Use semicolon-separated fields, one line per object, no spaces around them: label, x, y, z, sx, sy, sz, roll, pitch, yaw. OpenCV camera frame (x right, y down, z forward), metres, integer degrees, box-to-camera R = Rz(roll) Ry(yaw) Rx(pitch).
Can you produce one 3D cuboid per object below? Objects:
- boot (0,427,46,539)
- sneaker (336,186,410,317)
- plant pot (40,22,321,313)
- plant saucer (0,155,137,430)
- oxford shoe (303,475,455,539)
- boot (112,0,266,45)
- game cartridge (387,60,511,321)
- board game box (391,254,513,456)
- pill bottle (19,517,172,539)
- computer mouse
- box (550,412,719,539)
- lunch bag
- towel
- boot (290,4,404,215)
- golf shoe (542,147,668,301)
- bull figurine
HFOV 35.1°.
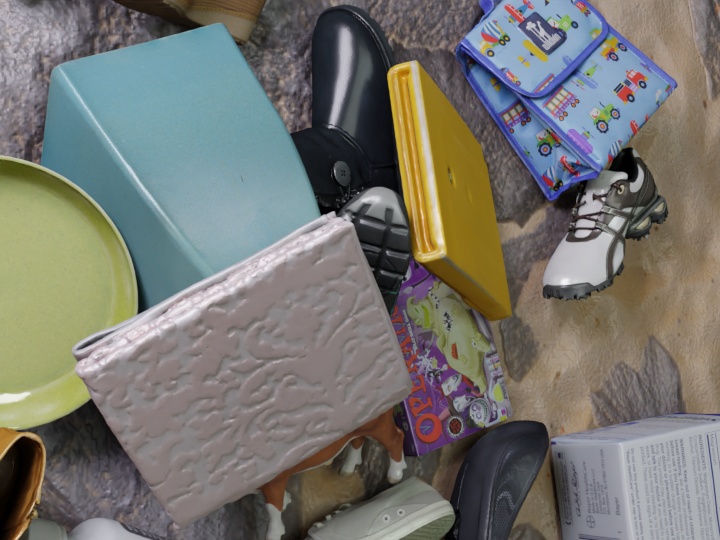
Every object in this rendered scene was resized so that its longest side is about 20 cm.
boot;-0.275;0.197;0.746;0.071;0.144;0.202;28;71;-26
sneaker;0.000;0.000;0.936;0.075;0.200;0.079;18;45;2
plant pot;-0.121;-0.046;0.827;0.141;0.141;0.200;-23;67;-32
plant saucer;-0.255;0.015;0.793;0.199;0.031;0.201;-2;107;-7
oxford shoe;-0.014;0.231;0.965;0.199;0.075;0.058;-20;54;-25
boot;-0.134;-0.282;0.901;0.200;0.072;0.167;9;94;-59
game cartridge;0.081;-0.062;0.992;0.200;0.032;0.177;39;41;-62
board game box;0.068;0.057;1.051;0.120;0.032;0.201;-17;94;-29
pill bottle;-0.168;0.246;0.829;0.200;0.111;0.111;26;71;-27
computer mouse;0.108;0.209;1.016;0.053;0.139;0.200;33;58;-6
box;0.304;0.245;1.133;0.199;0.105;0.185;-4;86;-32
lunch bag;0.189;-0.199;1.135;0.200;0.094;0.151;47;64;-6
towel;-0.071;0.072;0.768;0.200;0.032;0.191;-29;134;-9
boot;-0.034;-0.117;0.951;0.168;0.076;0.201;-25;105;-52
golf shoe;0.231;-0.048;1.132;0.200;0.078;0.095;-45;124;-38
bull figurine;-0.055;0.143;0.924;0.199;0.065;0.122;-21;117;-13
